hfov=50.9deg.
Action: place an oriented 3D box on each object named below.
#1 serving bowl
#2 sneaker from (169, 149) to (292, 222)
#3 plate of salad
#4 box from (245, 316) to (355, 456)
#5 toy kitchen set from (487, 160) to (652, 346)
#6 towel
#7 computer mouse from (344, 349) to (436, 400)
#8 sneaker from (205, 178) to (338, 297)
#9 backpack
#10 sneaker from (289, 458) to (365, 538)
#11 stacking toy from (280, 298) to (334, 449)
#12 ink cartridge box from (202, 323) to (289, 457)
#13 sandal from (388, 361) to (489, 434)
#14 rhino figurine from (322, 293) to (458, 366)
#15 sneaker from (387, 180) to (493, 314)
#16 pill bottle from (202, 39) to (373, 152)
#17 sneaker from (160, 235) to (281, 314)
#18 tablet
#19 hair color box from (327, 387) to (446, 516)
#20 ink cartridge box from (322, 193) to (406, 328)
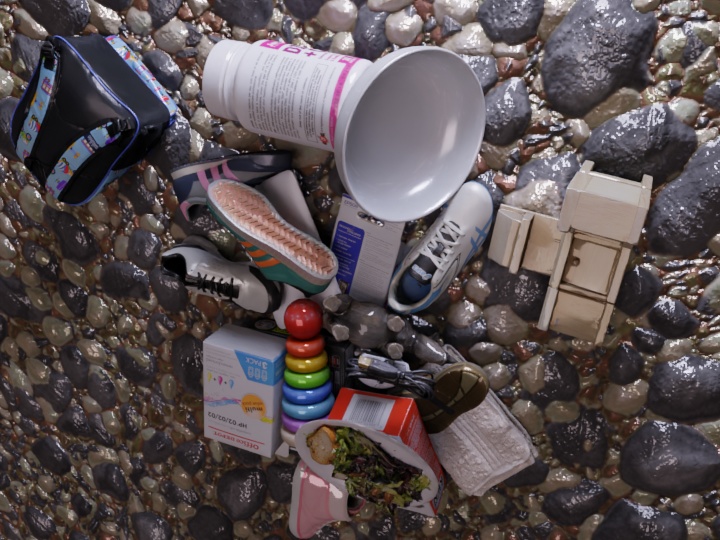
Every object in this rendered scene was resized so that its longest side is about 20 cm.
[{"bbox_3d":[0.049,-0.161,0.871,0.066,0.198,0.203,40,128,47],"label":"serving bowl"},{"bbox_3d":[-0.169,-0.115,1.026,0.198,0.070,0.083,-6,98,33],"label":"sneaker"},{"bbox_3d":[0.003,0.259,0.975,0.197,0.048,0.202,14,139,12],"label":"plate of salad"},{"bbox_3d":[-0.089,0.180,1.123,0.158,0.044,0.203,10,114,19],"label":"box"},{"bbox_3d":[0.212,-0.014,0.841,0.161,0.180,0.203,17,111,17],"label":"toy kitchen set"},{"bbox_3d":[0.138,0.212,1.046,0.200,0.034,0.132,48,119,0],"label":"towel"},{"bbox_3d":[0.029,0.134,0.976,0.108,0.200,0.045,12,87,-3],"label":"computer mouse"},{"bbox_3d":[-0.125,-0.034,0.987,0.199,0.072,0.080,38,139,-1],"label":"sneaker"},{"bbox_3d":[-0.376,-0.199,1.044,0.183,0.135,0.200,46,119,0],"label":"backpack"},{"bbox_3d":[-0.047,0.356,1.134,0.103,0.076,0.202,19,135,14],"label":"sneaker"},{"bbox_3d":[-0.075,0.135,1.030,0.084,0.085,0.203,4,108,21],"label":"stacking toy"},{"bbox_3d":[-0.162,0.190,1.093,0.114,0.068,0.203,12,115,18],"label":"ink cartridge box"},{"bbox_3d":[0.101,0.160,0.988,0.080,0.054,0.200,39,138,-8],"label":"sandal"},{"bbox_3d":[0.038,0.082,0.981,0.198,0.087,0.061,21,89,-6],"label":"rhino figurine"},{"bbox_3d":[0.100,-0.022,0.949,0.072,0.072,0.201,36,118,8],"label":"sneaker"},{"bbox_3d":[-0.085,-0.217,0.927,0.197,0.113,0.115,16,115,16],"label":"pill bottle"},{"bbox_3d":[-0.200,0.016,1.069,0.198,0.080,0.075,22,117,25],"label":"sneaker"},{"bbox_3d":[-0.104,-0.025,1.045,0.129,0.014,0.202,-18,96,36],"label":"tablet"},{"bbox_3d":[0.040,0.250,1.036,0.110,0.064,0.201,5,136,27],"label":"hair color box"},{"bbox_3d":[0.000,0.000,1.021,0.094,0.037,0.202,22,119,15],"label":"ink cartridge box"}]
